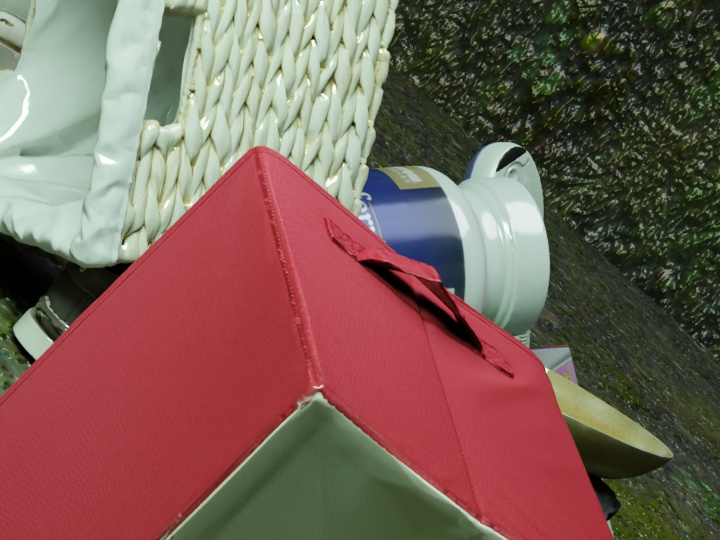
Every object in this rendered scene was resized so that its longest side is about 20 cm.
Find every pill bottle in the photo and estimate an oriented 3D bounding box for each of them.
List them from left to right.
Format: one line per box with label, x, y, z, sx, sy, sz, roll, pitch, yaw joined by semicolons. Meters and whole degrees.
pill bottle;0.000;0.000;1.519;0.200;0.116;0.116;-5;35;-27

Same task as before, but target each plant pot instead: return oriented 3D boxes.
plant pot;0.068;0.057;1.379;0.200;0.028;0.200;28;6;-3

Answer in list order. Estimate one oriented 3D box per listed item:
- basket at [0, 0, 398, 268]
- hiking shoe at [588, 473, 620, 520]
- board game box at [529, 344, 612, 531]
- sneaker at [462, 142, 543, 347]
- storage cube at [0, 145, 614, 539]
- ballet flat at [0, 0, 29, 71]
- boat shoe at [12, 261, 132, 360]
basket;-0.103;-0.109;1.348;0.161;0.198;0.200;6;9;-35
hiking shoe;0.066;0.106;1.332;0.101;0.076;0.200;52;13;7
board game box;0.093;0.123;1.564;0.200;0.040;0.153;3;73;-69
sneaker;0.042;-0.008;1.810;0.146;0.200;0.081;20;35;31
storage cube;-0.027;0.098;1.015;0.171;0.200;0.180;38;17;-26
ballet flat;-0.178;-0.108;1.516;0.200;0.067;0.064;32;3;-4
boat shoe;-0.124;0.014;1.381;0.072;0.060;0.200;42;10;1
